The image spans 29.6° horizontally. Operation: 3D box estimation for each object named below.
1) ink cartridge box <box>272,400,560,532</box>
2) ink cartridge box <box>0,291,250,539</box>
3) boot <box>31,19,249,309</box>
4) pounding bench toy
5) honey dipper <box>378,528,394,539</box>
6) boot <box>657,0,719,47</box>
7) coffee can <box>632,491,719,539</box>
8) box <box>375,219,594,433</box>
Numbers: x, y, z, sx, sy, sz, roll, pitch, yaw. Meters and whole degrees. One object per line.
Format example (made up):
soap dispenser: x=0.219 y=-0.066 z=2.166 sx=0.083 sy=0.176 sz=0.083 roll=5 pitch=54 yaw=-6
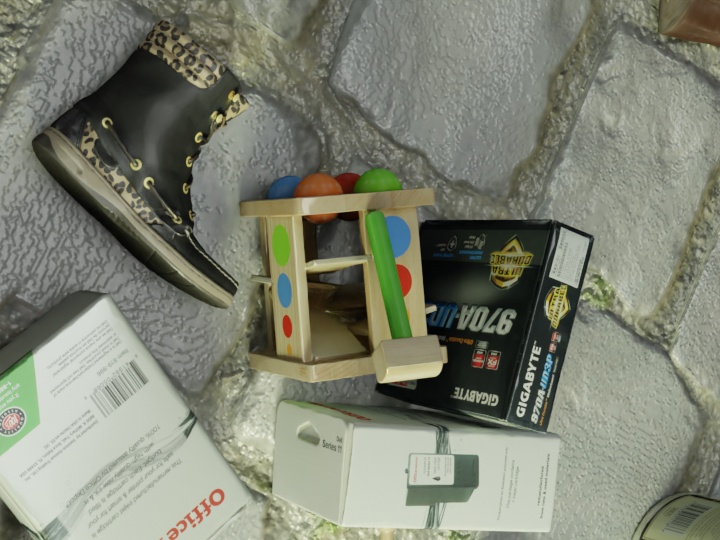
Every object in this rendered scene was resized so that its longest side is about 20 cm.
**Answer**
ink cartridge box: x=0.043 y=0.161 z=1.127 sx=0.198 sy=0.146 sz=0.084 roll=7 pitch=89 yaw=-26
ink cartridge box: x=-0.200 y=0.138 z=1.026 sx=0.146 sy=0.083 sz=0.201 roll=-39 pitch=108 yaw=-21
boot: x=-0.140 y=-0.082 z=1.072 sx=0.200 sy=0.073 sz=0.151 roll=43 pitch=72 yaw=-16
pounding bench toy: x=0.000 y=0.000 z=1.071 sx=0.123 sy=0.199 sz=0.158 roll=-6 pitch=94 yaw=-26
honey dipper: x=0.022 y=0.307 z=1.179 sx=0.038 sy=0.038 sz=0.203 roll=1 pitch=89 yaw=-27
boot: x=0.397 y=-0.286 z=1.318 sx=0.198 sy=0.064 sz=0.188 roll=17 pitch=113 yaw=-24
coffee can: x=0.364 y=0.294 z=1.264 sx=0.145 sy=0.199 sz=0.149 roll=0 pitch=91 yaw=-26
box: x=0.098 y=0.040 z=1.123 sx=0.046 sy=0.199 sz=0.161 roll=19 pitch=83 yaw=-28
